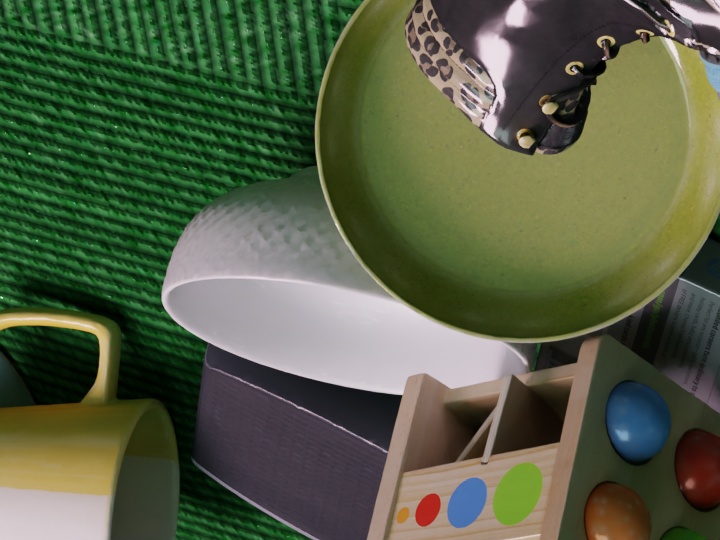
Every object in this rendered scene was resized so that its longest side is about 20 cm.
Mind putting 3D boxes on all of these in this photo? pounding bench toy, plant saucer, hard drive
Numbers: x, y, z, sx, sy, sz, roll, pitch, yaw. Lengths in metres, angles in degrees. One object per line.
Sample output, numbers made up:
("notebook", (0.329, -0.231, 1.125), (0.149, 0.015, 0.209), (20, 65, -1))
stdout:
("pounding bench toy", (0.098, 0.155, 1.225), (0.124, 0.200, 0.156), (34, 148, -33))
("plant saucer", (0.078, -0.066, 1.172), (0.199, 0.031, 0.201), (1, 103, 4))
("hard drive", (-0.012, 0.115, 1.472), (0.200, 0.042, 0.135), (26, 139, 13))

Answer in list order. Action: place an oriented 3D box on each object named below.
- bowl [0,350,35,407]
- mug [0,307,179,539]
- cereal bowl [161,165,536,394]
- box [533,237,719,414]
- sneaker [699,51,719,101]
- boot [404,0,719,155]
("bowl", (-0.325, 0.109, 1.646), (0.200, 0.105, 0.201), (21, 139, 19))
("mug", (-0.204, 0.134, 1.545), (0.153, 0.187, 0.150), (4, 153, 13))
("cereal bowl", (0.000, 0.000, 1.294), (0.199, 0.084, 0.200), (12, 163, 4))
("box", (0.192, 0.060, 1.273), (0.200, 0.041, 0.156), (26, 140, 15))
("sneaker", (0.252, -0.073, 1.085), (0.200, 0.079, 0.096), (14, 142, 38))
("boot", (0.116, -0.107, 1.070), (0.200, 0.073, 0.151), (35, 137, 4))
